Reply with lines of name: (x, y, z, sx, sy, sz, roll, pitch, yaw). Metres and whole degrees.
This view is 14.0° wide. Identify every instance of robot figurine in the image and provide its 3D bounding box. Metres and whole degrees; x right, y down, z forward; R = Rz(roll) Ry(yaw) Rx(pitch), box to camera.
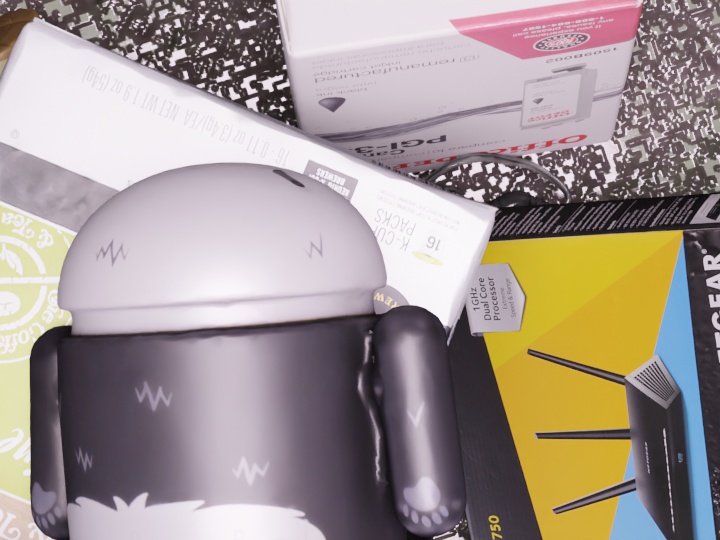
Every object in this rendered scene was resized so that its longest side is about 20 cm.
robot figurine: (-0.044, 0.062, 1.047, 0.149, 0.125, 0.202, -4, 91, -6)

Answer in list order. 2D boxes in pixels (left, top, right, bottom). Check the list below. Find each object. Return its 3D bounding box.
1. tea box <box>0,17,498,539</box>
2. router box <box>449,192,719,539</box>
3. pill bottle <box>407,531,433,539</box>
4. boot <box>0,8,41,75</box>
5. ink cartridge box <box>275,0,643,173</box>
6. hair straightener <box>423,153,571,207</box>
tea box: (-0.072, 0.029, 1.173, 0.199, 0.134, 0.198, 21, 91, 0)
router box: (0.115, 0.070, 1.271, 0.148, 0.051, 0.201, -3, 110, 24)
pill bottle: (-0.073, 0.134, 1.292, 0.199, 0.112, 0.113, 12, 92, -2)
boot: (-0.180, -0.003, 1.294, 0.199, 0.073, 0.156, -33, 113, 11)
ink cartridge box: (0.039, -0.107, 1.232, 0.145, 0.200, 0.083, -9, 76, 0)
hair straightener: (0.000, 0.000, 1.303, 0.199, 0.077, 0.041, -23, 66, 1)
